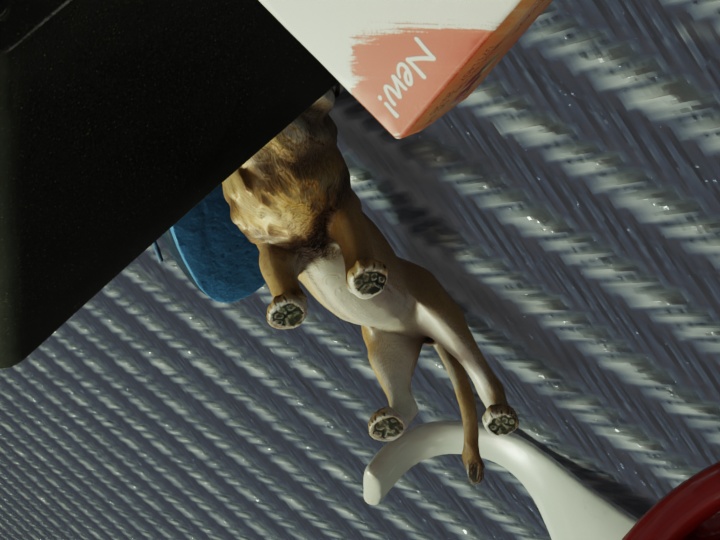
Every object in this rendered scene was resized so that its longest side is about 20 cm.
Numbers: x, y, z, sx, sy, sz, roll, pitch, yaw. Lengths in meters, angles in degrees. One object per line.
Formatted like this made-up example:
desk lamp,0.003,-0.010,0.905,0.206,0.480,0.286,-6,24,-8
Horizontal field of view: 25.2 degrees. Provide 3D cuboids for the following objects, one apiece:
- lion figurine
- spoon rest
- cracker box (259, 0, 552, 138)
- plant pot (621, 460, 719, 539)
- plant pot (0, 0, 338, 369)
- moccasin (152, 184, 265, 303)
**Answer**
lion figurine,0.000,0.000,0.717,0.200,0.072,0.123,58,-171,-39
spoon rest,0.100,0.129,0.790,0.199,0.061,0.100,27,154,13
cracker box,-0.010,-0.154,0.433,0.200,0.058,0.134,45,123,4
plant pot,0.166,0.179,0.571,0.200,0.200,0.183,38,164,20
plant pot,-0.125,-0.119,0.568,0.200,0.200,0.178,45,161,7
moccasin,-0.084,-0.082,0.751,0.068,0.080,0.201,26,135,49
